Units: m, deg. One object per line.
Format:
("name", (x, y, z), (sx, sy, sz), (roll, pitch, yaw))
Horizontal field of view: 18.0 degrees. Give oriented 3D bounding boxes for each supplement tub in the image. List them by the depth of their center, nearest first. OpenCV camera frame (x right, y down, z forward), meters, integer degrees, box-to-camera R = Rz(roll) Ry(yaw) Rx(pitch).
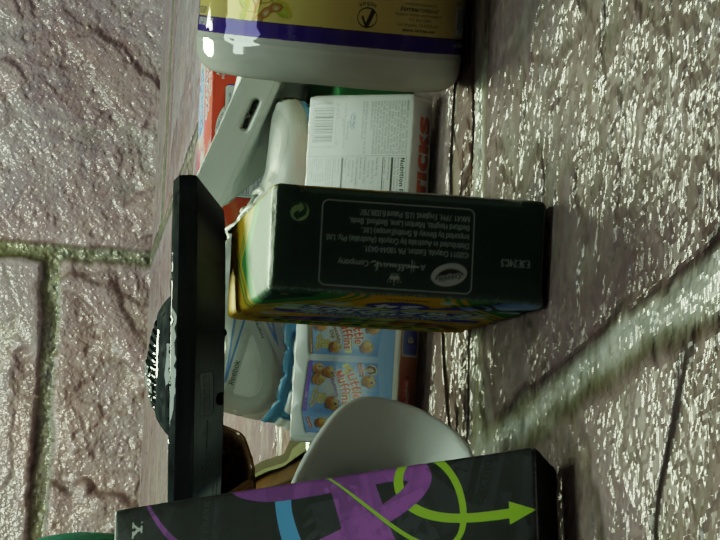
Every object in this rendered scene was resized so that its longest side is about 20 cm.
("supplement tub", (-0.010, -0.201, 1.213), (0.145, 0.145, 0.201), (-142, 56, -78))

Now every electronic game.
("electronic game", (-0.092, 0.050, 1.189), (0.200, 0.041, 0.201), (-179, 90, -85))

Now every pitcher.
("pitcher", (-0.020, 0.179, 1.101), (0.172, 0.121, 0.200), (-56, -11, -34))

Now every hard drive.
("hard drive", (-0.049, -0.120, 1.467), (0.132, 0.026, 0.200), (-64, -5, 18))

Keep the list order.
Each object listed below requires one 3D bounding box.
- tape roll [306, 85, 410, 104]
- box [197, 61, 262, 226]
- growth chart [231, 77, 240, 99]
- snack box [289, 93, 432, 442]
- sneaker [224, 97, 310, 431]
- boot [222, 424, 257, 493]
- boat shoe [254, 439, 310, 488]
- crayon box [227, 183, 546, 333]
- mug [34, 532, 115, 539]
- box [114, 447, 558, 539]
("tape roll", (-0.008, -0.034, 1.428), (0.200, 0.048, 0.201), (-177, 90, -80))
("box", (-0.066, -0.121, 1.646), (0.096, 0.099, 0.201), (118, 154, -67))
("growth chart", (-0.043, -0.170, 1.511), (0.200, 0.018, 0.145), (-61, -4, -37))
("snack box", (0.000, 0.000, 1.300), (0.024, 0.072, 0.201), (10, -97, -59))
("sneaker", (-0.066, -0.007, 1.359), (0.075, 0.086, 0.201), (149, 126, -81))
("boot", (-0.087, 0.197, 1.288), (0.200, 0.076, 0.156), (-84, 5, -61))
("boat shoe", (-0.032, 0.153, 1.415), (0.200, 0.072, 0.068), (117, 157, -67))
("crayon box", (0.006, -0.002, 1.100), (0.200, 0.125, 0.052), (154, 119, -80))
("mug", (-0.131, 0.218, 1.191), (0.114, 0.184, 0.153), (20, -98, -62))
("box", (-0.013, 0.159, 0.961), (0.036, 0.199, 0.143), (46, -142, -57))
